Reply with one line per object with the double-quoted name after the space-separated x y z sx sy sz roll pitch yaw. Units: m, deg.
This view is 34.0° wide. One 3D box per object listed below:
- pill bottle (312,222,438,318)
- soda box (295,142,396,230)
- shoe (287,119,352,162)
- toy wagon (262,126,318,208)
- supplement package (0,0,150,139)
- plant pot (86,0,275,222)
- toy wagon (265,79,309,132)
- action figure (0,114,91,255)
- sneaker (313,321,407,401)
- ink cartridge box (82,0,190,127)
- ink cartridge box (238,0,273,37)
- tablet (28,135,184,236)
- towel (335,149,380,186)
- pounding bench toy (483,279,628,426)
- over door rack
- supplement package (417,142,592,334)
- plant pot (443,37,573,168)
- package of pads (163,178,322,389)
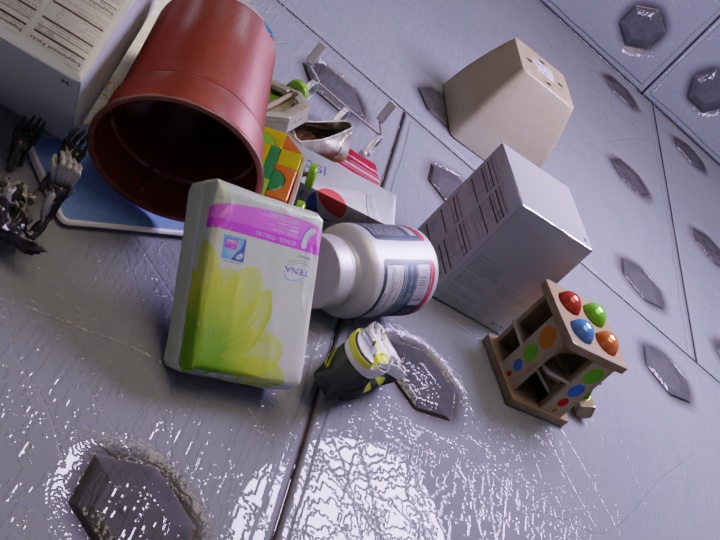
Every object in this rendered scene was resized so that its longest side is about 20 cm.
0.000 0.000 1.498 0.199 0.120 0.120 1 50 -53 "pill bottle"
-0.049 -0.103 1.594 0.198 0.063 0.069 26 45 -21 "soda box"
-0.093 -0.191 1.669 0.198 0.054 0.070 -3 48 -40 "shoe"
-0.140 -0.102 1.461 0.153 0.040 0.202 17 49 -2 "toy wagon"
-0.326 -0.283 1.278 0.149 0.152 0.202 29 65 -7 "supplement package"
-0.184 -0.194 1.332 0.199 0.200 0.197 31 50 -24 "plant pot"
-0.169 -0.248 1.625 0.198 0.040 0.155 25 30 15 "toy wagon"
-0.341 -0.093 1.175 0.117 0.103 0.201 23 33 -9 "action figure"
-0.004 0.111 1.399 0.075 0.084 0.200 59 9 13 "sneaker"
-0.269 -0.246 1.430 0.160 0.050 0.204 11 71 -34 "ink cartridge box"
-0.184 -0.301 1.528 0.066 0.117 0.201 8 30 -28 "ink cartridge box"
-0.283 -0.095 1.351 0.198 0.014 0.131 4 49 -50 "tablet"
-0.022 -0.124 1.736 0.143 0.022 0.202 28 33 -29 "towel"
0.312 0.126 1.714 0.198 0.156 0.125 24 34 -35 "pounding bench toy"
-0.029 -0.243 1.755 0.147 0.067 0.200 39 -10 2 "over door rack"
0.210 -0.046 1.756 0.151 0.200 0.152 28 32 -29 "supplement package"
0.294 -0.318 2.258 0.198 0.177 0.201 32 31 -23 "plant pot"
-0.121 0.020 1.265 0.153 0.068 0.204 16 78 -41 "package of pads"
